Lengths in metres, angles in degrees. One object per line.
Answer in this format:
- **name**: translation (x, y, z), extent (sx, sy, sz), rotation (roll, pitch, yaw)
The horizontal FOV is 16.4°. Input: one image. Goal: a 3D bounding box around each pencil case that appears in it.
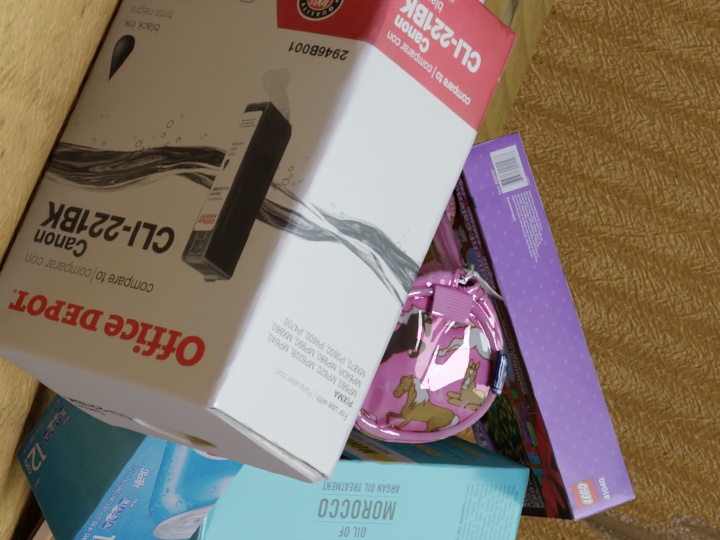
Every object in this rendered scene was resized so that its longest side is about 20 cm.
- **pencil case**: translation (0.018, 0.007, 1.210), extent (0.200, 0.086, 0.083), rotation (-107, -179, -67)

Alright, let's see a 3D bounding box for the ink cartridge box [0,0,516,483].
- **ink cartridge box**: translation (-0.047, -0.032, 0.999), extent (0.084, 0.144, 0.200), rotation (34, 74, -47)

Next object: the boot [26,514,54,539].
- **boot**: translation (-0.107, 0.196, 1.273), extent (0.074, 0.154, 0.200), rotation (-59, 169, -54)

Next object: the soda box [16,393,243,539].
- **soda box**: translation (-0.072, 0.040, 1.118), extent (0.064, 0.068, 0.200), rotation (11, 125, -40)

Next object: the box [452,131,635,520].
- **box**: translation (0.079, 0.033, 1.340), extent (0.137, 0.039, 0.201), rotation (161, -89, -77)

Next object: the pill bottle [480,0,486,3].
- **pill bottle**: translation (0.041, -0.211, 1.379), extent (0.200, 0.111, 0.112), rotation (-62, 171, -50)

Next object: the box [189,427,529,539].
- **box**: translation (-0.017, 0.109, 1.283), extent (0.082, 0.200, 0.049), rotation (21, -78, 52)
